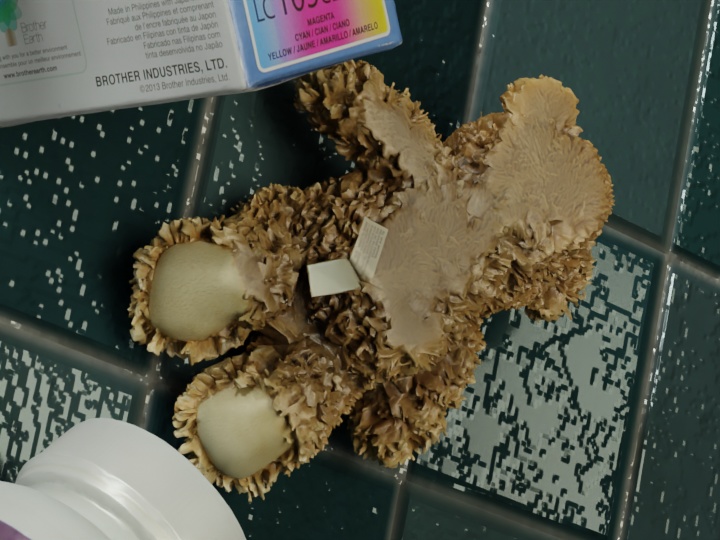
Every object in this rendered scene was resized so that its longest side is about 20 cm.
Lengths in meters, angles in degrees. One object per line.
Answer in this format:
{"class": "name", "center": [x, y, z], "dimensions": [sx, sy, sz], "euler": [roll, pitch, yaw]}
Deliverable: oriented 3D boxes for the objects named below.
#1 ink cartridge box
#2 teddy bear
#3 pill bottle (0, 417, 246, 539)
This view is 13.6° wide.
{"class": "ink cartridge box", "center": [-0.076, -0.154, 0.955], "dimensions": [0.076, 0.136, 0.201], "euler": [-22, 103, -44]}
{"class": "teddy bear", "center": [0.000, 0.000, 1.078], "dimensions": [0.200, 0.067, 0.145], "euler": [-47, 109, -28]}
{"class": "pill bottle", "center": [-0.123, 0.135, 0.909], "dimensions": [0.200, 0.112, 0.113], "euler": [-42, 115, -37]}
